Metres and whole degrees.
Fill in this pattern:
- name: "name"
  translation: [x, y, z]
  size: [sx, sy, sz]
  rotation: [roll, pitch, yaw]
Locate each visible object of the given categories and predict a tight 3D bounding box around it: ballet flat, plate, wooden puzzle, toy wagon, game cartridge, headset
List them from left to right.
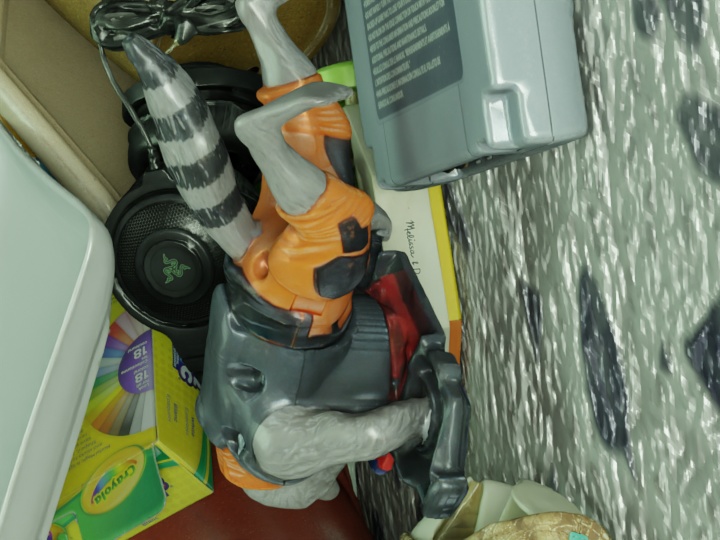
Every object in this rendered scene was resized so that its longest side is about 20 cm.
- name: "plate"
  translation: [-0.152, 0.050, 0.956]
  size: [0.199, 0.032, 0.202]
  rotation: [38, 112, 62]
- name: "wooden puzzle"
  translation: [-0.120, -0.083, 1.072]
  size: [0.185, 0.200, 0.037]
  rotation: [48, 113, 15]
- name: "headset"
  translation: [-0.055, -0.038, 0.940]
  size: [0.201, 0.093, 0.124]
  rotation: [63, -158, -46]
- name: "toy wagon"
  translation: [0.000, 0.000, 0.985]
  size: [0.200, 0.039, 0.157]
  rotation: [150, 112, -79]
- name: "game cartridge"
  translation: [0.029, -0.100, 0.782]
  size: [0.200, 0.041, 0.135]
  rotation: [171, 95, -79]
- name: "ballet flat"
  translation: [0.049, 0.104, 0.793]
  size: [0.200, 0.070, 0.066]
  rotation: [170, 120, -76]

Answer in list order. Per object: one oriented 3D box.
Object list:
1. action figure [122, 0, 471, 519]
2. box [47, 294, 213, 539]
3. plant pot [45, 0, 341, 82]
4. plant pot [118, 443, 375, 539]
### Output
- name: "action figure"
  translation: [-0.030, -0.006, 0.819]
  size: [0.200, 0.104, 0.195]
  rotation: [-120, 26, -59]
- name: "box"
  translation: [-0.125, 0.057, 1.044]
  size: [0.048, 0.117, 0.201]
  rotation: [44, -153, -37]
- name: "plant pot"
  translation: [-0.091, -0.176, 1.025]
  size: [0.187, 0.185, 0.201]
  rotation: [98, 149, -54]
- name: "plant pot"
  translation: [-0.061, 0.170, 1.062]
  size: [0.195, 0.199, 0.203]
  rotation: [-137, 39, -60]
